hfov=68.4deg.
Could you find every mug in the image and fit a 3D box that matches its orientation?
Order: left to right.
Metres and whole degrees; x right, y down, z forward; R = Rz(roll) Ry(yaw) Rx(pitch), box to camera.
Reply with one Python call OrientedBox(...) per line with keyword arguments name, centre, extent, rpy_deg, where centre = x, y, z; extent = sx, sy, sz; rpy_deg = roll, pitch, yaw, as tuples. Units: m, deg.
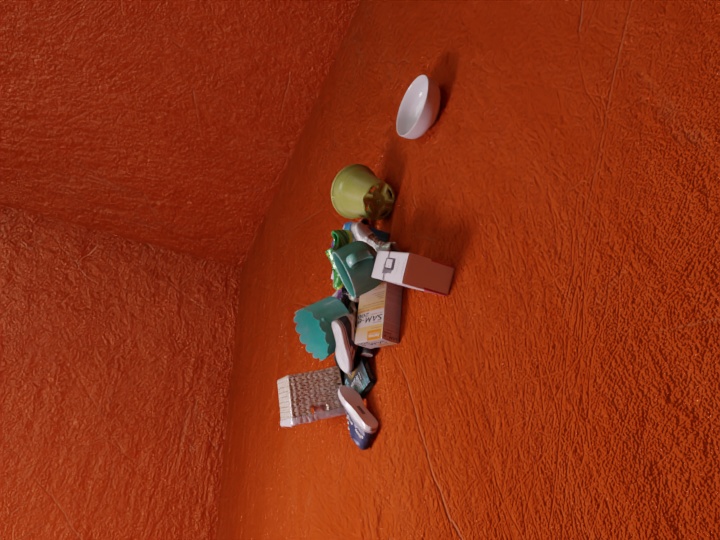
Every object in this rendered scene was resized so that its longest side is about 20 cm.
OrientedBox(name="mug", centre=(0.004, -0.008, 1.555), extent=(0.154, 0.113, 0.185), rpy_deg=(68, 168, -18))

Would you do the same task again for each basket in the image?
OrientedBox(name="basket", centre=(-0.166, 0.420, 1.757), extent=(0.200, 0.196, 0.163), rpy_deg=(141, 121, -66))

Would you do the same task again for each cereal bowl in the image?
OrientedBox(name="cereal bowl", centre=(0.199, -0.520, 1.716), extent=(0.200, 0.082, 0.202), rpy_deg=(131, 147, -48))

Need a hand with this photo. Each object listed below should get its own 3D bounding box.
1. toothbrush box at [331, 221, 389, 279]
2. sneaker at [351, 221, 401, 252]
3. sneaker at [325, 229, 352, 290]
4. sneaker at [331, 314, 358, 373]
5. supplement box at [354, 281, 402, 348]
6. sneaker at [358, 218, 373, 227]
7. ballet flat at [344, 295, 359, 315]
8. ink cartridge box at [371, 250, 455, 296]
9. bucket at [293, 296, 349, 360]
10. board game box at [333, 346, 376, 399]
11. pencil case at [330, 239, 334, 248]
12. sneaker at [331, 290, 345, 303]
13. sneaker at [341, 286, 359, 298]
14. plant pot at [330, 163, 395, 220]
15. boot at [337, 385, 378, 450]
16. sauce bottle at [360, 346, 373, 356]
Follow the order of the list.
OrientedBox(name="toothbrush box", centre=(-0.003, -0.049, 1.807), extent=(0.085, 0.145, 0.203), rpy_deg=(180, 105, -71))
OrientedBox(name="sneaker", centre=(0.061, -0.085, 1.672), extent=(0.074, 0.201, 0.115), rpy_deg=(-39, 5, -36))
OrientedBox(name="sneaker", centre=(-0.074, -0.035, 1.679), extent=(0.074, 0.083, 0.203), rpy_deg=(147, 130, -62))
OrientedBox(name="sneaker", centre=(-0.034, 0.229, 1.656), extent=(0.078, 0.079, 0.202), rpy_deg=(29, 135, 42))
OrientedBox(name="supplement box", centre=(0.056, 0.127, 1.609), extent=(0.125, 0.073, 0.202), rpy_deg=(-20, 57, 46))
OrientedBox(name="sneaker", centre=(0.002, -0.096, 1.938), extent=(0.108, 0.066, 0.203), rpy_deg=(129, 151, -50))
OrientedBox(name="ballet flat", centre=(-0.024, 0.112, 1.875), extent=(0.068, 0.067, 0.202), rpy_deg=(43, 127, 55))
OrientedBox(name="ink cartridge box", centre=(0.137, 0.004, 1.431), extent=(0.200, 0.144, 0.084), rpy_deg=(11, 86, 68))
OrientedBox(name="bucket", centre=(-0.124, 0.198, 1.856), extent=(0.207, 0.134, 0.209), rpy_deg=(35, 139, 38))
OrientedBox(name="board game box", centre=(-0.022, 0.316, 1.710), extent=(0.136, 0.028, 0.201), rpy_deg=(-57, 40, 33))
OrientedBox(name="pencil case", centre=(-0.064, -0.046, 2.040), extent=(0.092, 0.085, 0.201), rpy_deg=(-33, 36, 17))
OrientedBox(name="sneaker", centre=(-0.059, 0.119, 1.950), extent=(0.201, 0.072, 0.116), rpy_deg=(119, 153, -55))
OrientedBox(name="sneaker", centre=(0.000, 0.000, 1.731), extent=(0.066, 0.090, 0.202), rpy_deg=(-5, 62, 46))
OrientedBox(name="plant pot", centre=(0.023, -0.262, 1.870), extent=(0.184, 0.199, 0.203), rpy_deg=(32, 105, 55))
OrientedBox(name="boot", centre=(-0.022, 0.441, 1.596), extent=(0.200, 0.072, 0.091), rpy_deg=(47, 123, 50))
OrientedBox(name="sauce bottle", centre=(0.029, 0.174, 1.698), extent=(0.066, 0.065, 0.202), rpy_deg=(-38, 44, 56))
